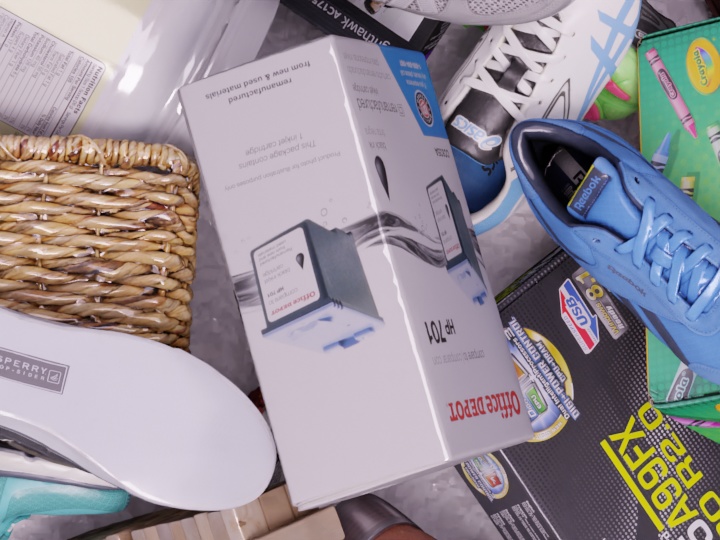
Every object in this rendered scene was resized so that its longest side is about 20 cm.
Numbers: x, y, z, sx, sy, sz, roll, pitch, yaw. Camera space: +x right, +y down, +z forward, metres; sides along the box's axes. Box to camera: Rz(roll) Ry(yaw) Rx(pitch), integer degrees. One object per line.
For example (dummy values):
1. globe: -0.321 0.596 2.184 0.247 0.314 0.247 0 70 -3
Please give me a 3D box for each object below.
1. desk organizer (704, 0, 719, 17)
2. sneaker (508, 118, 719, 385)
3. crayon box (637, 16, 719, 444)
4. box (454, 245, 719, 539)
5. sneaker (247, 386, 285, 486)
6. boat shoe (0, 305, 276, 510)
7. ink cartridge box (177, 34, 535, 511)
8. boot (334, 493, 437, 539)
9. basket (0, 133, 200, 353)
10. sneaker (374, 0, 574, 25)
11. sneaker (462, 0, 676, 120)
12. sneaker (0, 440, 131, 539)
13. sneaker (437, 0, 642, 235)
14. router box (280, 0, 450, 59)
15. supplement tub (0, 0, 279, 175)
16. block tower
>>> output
1. desk organizer: 0.197 -0.206 1.443 0.072 0.077 0.200 -38 116 -12
2. sneaker: 0.142 -0.007 1.332 0.066 0.078 0.200 -51 55 7
3. crayon box: 0.196 -0.015 1.420 0.058 0.119 0.201 -12 67 31
4. box: 0.133 0.091 1.433 0.160 0.044 0.200 -36 93 -36
5. sneaker: -0.022 0.087 1.418 0.082 0.078 0.200 38 81 -7
6. boat shoe: -0.134 0.055 1.265 0.200 0.057 0.069 22 80 -8
7. ink cartridge box: 0.000 0.000 1.301 0.086 0.146 0.201 -19 85 18
8. boot: 0.088 0.200 1.346 0.068 0.200 0.188 -46 134 -4
9. basket: -0.181 0.006 1.357 0.199 0.143 0.149 2 91 -7
10. sneaker: 0.010 -0.154 1.339 0.199 0.082 0.075 11 110 4
11. sneaker: 0.086 -0.165 1.469 0.200 0.077 0.084 47 51 -1
12. sneaker: -0.209 0.122 1.384 0.199 0.078 0.080 -7 92 4
13. sneaker: 0.082 -0.095 1.405 0.072 0.072 0.200 33 121 11
14. router box: -0.018 -0.212 1.406 0.200 0.051 0.149 35 110 4
15. supplement tub: -0.155 -0.129 1.374 0.200 0.145 0.145 28 82 -8
16. block tower: -0.091 0.145 1.348 0.058 0.200 0.054 -19 91 -45
